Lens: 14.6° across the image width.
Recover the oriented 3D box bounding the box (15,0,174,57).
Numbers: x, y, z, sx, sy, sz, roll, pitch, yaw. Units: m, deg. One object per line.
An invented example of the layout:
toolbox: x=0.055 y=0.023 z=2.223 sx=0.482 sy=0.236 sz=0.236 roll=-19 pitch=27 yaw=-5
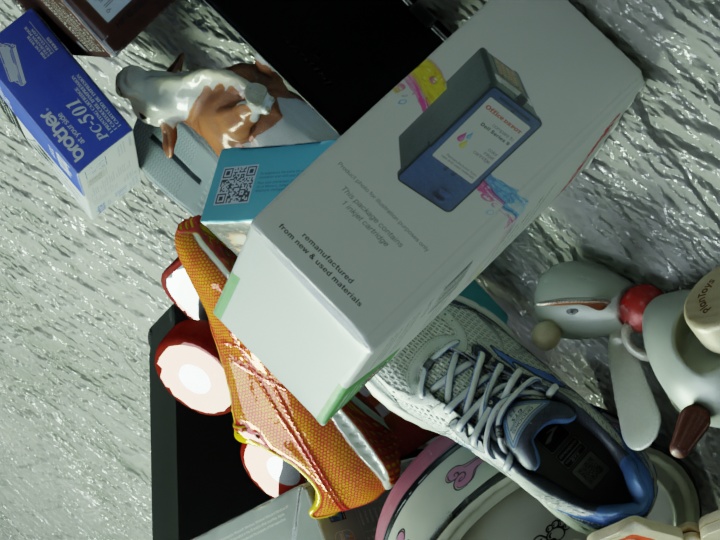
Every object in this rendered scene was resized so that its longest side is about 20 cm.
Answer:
box: x=-0.162 y=-0.179 z=1.585 sx=0.100 sy=0.075 sz=0.200 roll=47 pitch=175 yaw=-11

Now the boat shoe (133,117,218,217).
boat shoe: x=-0.057 y=-0.038 z=1.717 sx=0.200 sy=0.067 sz=0.074 roll=51 pitch=126 yaw=25

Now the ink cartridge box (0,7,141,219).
ink cartridge box: x=-0.178 y=-0.091 z=1.680 sx=0.094 sy=0.044 sz=0.200 roll=51 pitch=173 yaw=3

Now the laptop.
laptop: x=-0.060 y=-0.142 z=1.461 sx=0.187 sy=0.116 sz=0.200 roll=45 pitch=160 yaw=1

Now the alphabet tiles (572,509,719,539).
alphabet tiles: x=0.169 y=0.172 z=1.572 sx=0.200 sy=0.015 sz=0.196 roll=-27 pitch=149 yaw=38

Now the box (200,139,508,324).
box: x=0.000 y=0.000 z=1.582 sx=0.082 sy=0.049 sz=0.200 roll=-3 pitch=149 yaw=34

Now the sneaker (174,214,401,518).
sneaker: x=-0.055 y=0.059 z=1.617 sx=0.200 sy=0.077 sz=0.073 roll=58 pitch=-165 yaw=-10

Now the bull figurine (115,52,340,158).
bull figurine: x=-0.046 y=-0.077 z=1.621 sx=0.200 sy=0.065 sz=0.121 roll=34 pitch=158 yaw=-2

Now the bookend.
bookend: x=-0.042 y=0.130 z=1.955 sx=0.092 sy=0.199 sz=0.200 roll=141 pitch=128 yaw=-70

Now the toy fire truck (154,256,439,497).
toy fire truck: x=-0.026 y=0.045 z=1.804 sx=0.200 sy=0.112 sz=0.168 roll=47 pitch=136 yaw=-8

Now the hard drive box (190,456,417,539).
hard drive box: x=-0.006 y=0.177 z=1.781 sx=0.156 sy=0.200 sz=0.077 roll=-29 pitch=77 yaw=42

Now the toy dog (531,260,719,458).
toy dog: x=0.152 y=0.051 z=1.457 sx=0.132 sy=0.096 sz=0.200 roll=48 pitch=159 yaw=-10

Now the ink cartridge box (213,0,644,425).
ink cartridge box: x=0.032 y=-0.035 z=1.372 sx=0.088 sy=0.200 sz=0.145 roll=46 pitch=161 yaw=6

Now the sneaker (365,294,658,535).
sneaker: x=0.081 y=0.073 z=1.514 sx=0.200 sy=0.077 sz=0.085 roll=33 pitch=178 yaw=-4

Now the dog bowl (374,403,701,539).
dog bowl: x=0.097 y=0.158 z=1.652 sx=0.074 sy=0.200 sz=0.200 roll=52 pitch=171 yaw=45
